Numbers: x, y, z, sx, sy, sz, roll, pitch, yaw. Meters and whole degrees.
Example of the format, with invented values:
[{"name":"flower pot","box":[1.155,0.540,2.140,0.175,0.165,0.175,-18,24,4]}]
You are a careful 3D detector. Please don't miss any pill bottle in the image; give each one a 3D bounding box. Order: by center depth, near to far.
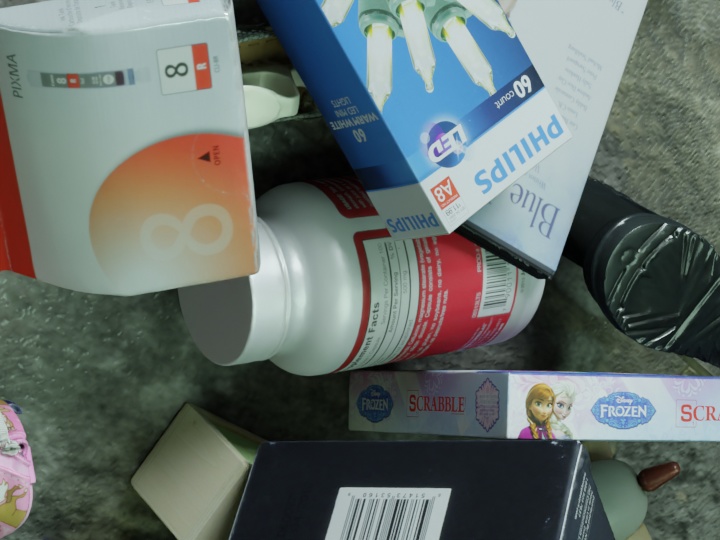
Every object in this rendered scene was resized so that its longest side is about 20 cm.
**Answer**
[{"name":"pill bottle","box":[0.000,0.000,1.237,0.199,0.112,0.113,-8,122,-33]}]

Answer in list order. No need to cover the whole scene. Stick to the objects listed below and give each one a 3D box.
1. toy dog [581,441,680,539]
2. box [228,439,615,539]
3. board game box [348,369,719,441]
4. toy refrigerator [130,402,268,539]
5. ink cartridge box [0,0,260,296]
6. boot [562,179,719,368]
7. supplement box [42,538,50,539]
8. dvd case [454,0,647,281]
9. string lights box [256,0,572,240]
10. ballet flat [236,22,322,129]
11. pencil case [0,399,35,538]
[{"name":"toy dog","box":[0.148,0.166,1.415,0.096,0.200,0.132,-32,101,35]},{"name":"box","box":[0.048,0.205,1.224,0.199,0.199,0.124,65,32,-43]},{"name":"board game box","box":[0.124,0.083,1.310,0.199,0.199,0.041,3,86,-28]},{"name":"toy refrigerator","box":[-0.042,0.155,1.334,0.200,0.076,0.070,32,96,-45]},{"name":"ink cartridge box","box":[-0.156,-0.057,1.080,0.199,0.050,0.163,-12,127,-10]},{"name":"boot","box":[0.166,-0.012,1.320,0.198,0.162,0.073,26,101,-44]},{"name":"supplement box","box":[-0.127,0.259,1.312,0.200,0.109,0.110,25,101,-44]},{"name":"dvd case","box":[0.087,-0.114,1.218,0.142,0.018,0.201,28,75,-31]},{"name":"string lights box","box":[0.018,-0.127,1.129,0.103,0.059,0.200,-38,105,-27]},{"name":"ballet flat","box":[-0.038,-0.105,1.169,0.200,0.072,0.072,-12,125,-32]},{"name":"pencil case","box":[-0.269,0.097,1.115,0.200,0.083,0.087,11,111,-41]}]
